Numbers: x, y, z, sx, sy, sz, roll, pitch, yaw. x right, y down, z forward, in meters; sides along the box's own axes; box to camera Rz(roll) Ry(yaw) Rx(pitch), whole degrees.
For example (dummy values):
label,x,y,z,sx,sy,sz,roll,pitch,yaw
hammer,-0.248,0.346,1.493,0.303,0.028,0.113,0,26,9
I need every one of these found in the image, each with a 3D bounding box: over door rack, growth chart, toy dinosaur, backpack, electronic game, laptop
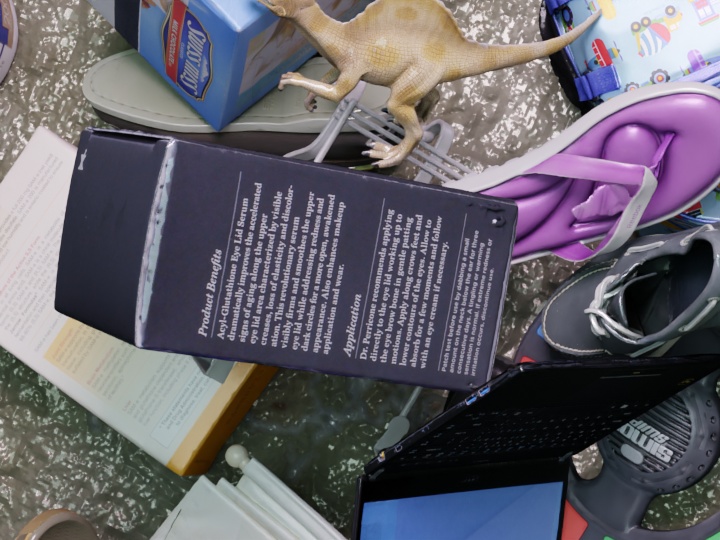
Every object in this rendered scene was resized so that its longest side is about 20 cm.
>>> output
label,x,y,z,sx,sy,sz,roll,pitch,yaw
over door rack,0.000,0.000,1.186,0.148,0.067,0.200,29,83,-23
growth chart,-0.081,0.202,1.207,0.145,0.018,0.200,48,118,7
toy dinosaur,0.030,-0.110,1.091,0.199,0.101,0.058,7,44,-15
backpack,0.211,-0.107,1.163,0.182,0.135,0.201,-19,85,9
electronic game,0.173,0.090,1.169,0.200,0.042,0.201,-1,89,31
laptop,0.094,0.134,1.087,0.200,0.177,0.104,-37,65,39

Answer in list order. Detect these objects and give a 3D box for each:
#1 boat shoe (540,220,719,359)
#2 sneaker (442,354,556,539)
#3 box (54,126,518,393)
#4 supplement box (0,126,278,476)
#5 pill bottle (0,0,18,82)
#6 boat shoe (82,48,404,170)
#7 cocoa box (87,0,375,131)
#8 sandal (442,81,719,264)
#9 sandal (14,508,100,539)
label,x,y,z,sx,sy,sz,roll,pitch,yaw
boat shoe,0.155,0.011,1.101,0.062,0.200,0.073,5,78,-33
sneaker,0.060,0.150,1.170,0.070,0.090,0.201,11,97,29
box,-0.042,-0.007,1.049,0.199,0.148,0.105,9,92,-24
supplement box,-0.147,0.020,1.241,0.200,0.074,0.126,36,91,9
pill bottle,-0.290,-0.161,1.217,0.111,0.200,0.111,-1,86,9
boat shoe,-0.072,-0.095,1.242,0.201,0.061,0.072,5,52,10
cocoa box,-0.050,-0.207,1.182,0.200,0.133,0.131,-41,80,-21
sandal,0.122,-0.036,1.111,0.202,0.050,0.082,-25,123,26
sandal,-0.156,0.233,1.198,0.054,0.080,0.201,0,109,32
